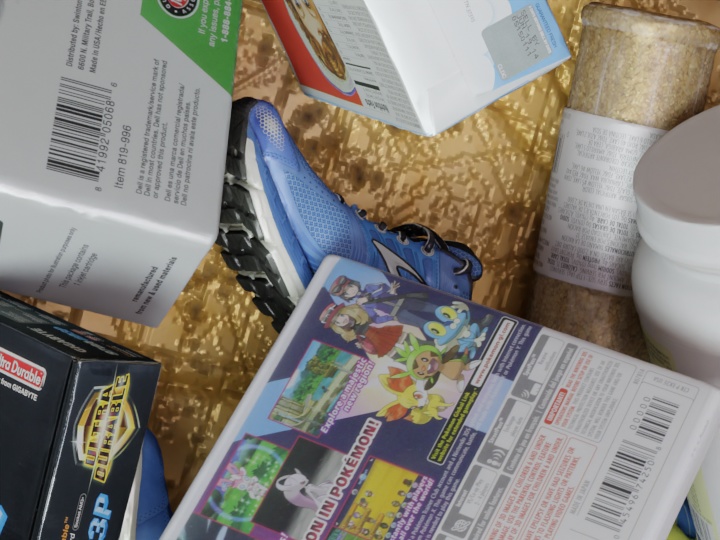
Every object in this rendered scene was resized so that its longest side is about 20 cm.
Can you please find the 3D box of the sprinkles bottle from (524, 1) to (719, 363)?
[{"bbox_3d":[0.116,-0.020,0.955,0.068,0.068,0.202,8,97,-16],"label":"sprinkles bottle"}]

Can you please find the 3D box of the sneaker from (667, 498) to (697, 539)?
[{"bbox_3d":[0.102,0.151,0.944,0.105,0.200,0.076,41,126,-1],"label":"sneaker"}]

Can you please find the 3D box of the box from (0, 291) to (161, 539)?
[{"bbox_3d":[-0.176,0.084,0.832,0.046,0.199,0.160,8,100,-49],"label":"box"}]

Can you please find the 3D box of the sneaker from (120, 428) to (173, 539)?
[{"bbox_3d":[-0.064,0.157,0.931,0.110,0.077,0.202,-5,105,-8],"label":"sneaker"}]

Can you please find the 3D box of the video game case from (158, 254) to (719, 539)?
[{"bbox_3d":[0.021,0.102,0.800,0.201,0.181,0.023,-60,154,-25],"label":"video game case"}]

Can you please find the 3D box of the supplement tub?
[{"bbox_3d":[0.199,0.036,0.897,0.144,0.145,0.201,-23,117,-10],"label":"supplement tub"}]

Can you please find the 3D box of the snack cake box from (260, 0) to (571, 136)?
[{"bbox_3d":[0.003,-0.128,0.836,0.067,0.200,0.116,-29,106,-9],"label":"snack cake box"}]

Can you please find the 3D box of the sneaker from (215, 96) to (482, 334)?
[{"bbox_3d":[0.000,0.000,0.931,0.089,0.078,0.201,-39,115,-13],"label":"sneaker"}]

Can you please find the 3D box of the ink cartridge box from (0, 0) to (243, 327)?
[{"bbox_3d":[-0.156,-0.077,0.831,0.199,0.083,0.148,15,58,-17],"label":"ink cartridge box"}]
